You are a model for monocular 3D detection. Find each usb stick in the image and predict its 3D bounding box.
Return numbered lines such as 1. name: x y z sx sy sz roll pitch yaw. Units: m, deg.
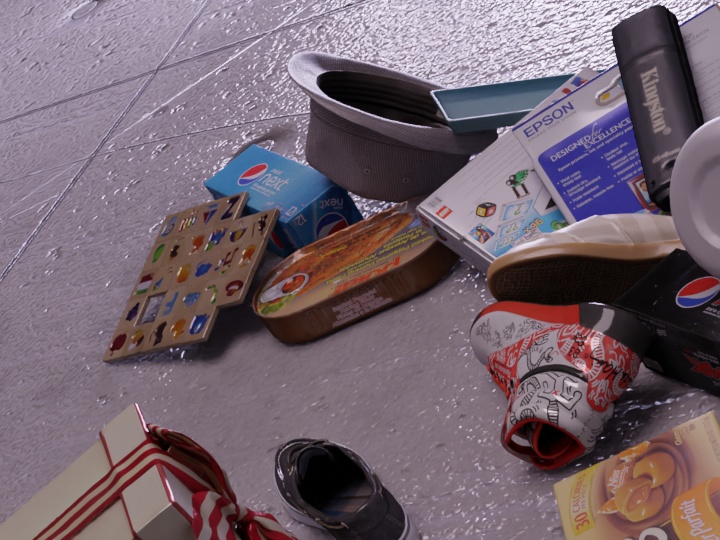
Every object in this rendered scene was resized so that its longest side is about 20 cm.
1. usb stick: 0.233 -0.128 1.549 0.055 0.033 0.200 -19 47 15

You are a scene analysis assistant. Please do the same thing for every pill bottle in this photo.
1. pill bottle: 0.307 -0.058 1.352 0.200 0.113 0.112 -12 8 -42

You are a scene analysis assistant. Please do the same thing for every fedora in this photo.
1. fedora: 0.020 -0.119 1.804 0.199 0.091 0.177 13 22 -7

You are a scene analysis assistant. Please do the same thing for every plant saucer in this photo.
1. plant saucer: 0.165 -0.149 1.755 0.199 0.019 0.070 -9 28 -8

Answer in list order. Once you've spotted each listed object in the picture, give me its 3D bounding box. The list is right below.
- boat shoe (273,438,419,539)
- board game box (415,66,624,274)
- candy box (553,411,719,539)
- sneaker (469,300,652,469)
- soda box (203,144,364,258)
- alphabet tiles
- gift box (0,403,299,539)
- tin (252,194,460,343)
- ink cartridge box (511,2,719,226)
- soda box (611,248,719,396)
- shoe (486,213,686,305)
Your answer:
1. boat shoe: -0.023 0.156 1.462 0.070 0.066 0.200 -35 26 -6
2. board game box: 0.160 -0.074 1.651 0.200 0.035 0.126 -39 50 -15
3. candy box: 0.189 0.177 1.201 0.115 0.055 0.200 -27 27 10
4. sneaker: 0.118 0.082 1.433 0.201 0.067 0.108 -7 50 61
5. soda box: -0.071 -0.060 1.897 0.068 0.064 0.200 -39 27 -13
6. alphabet tiles: -0.152 0.001 1.858 0.200 0.008 0.168 -13 47 49
7. gift box: -0.132 0.224 1.346 0.187 0.185 0.200 -42 30 1
8. tin: 0.000 0.000 1.745 0.199 0.042 0.112 -24 23 17
9. ink cartridge box: 0.243 -0.091 1.566 0.197 0.047 0.200 -31 43 5
10. soda box: 0.260 0.046 1.346 0.071 0.063 0.200 -38 27 -16
11. shoe: 0.192 -0.005 1.469 0.199 0.070 0.053 -4 36 8
